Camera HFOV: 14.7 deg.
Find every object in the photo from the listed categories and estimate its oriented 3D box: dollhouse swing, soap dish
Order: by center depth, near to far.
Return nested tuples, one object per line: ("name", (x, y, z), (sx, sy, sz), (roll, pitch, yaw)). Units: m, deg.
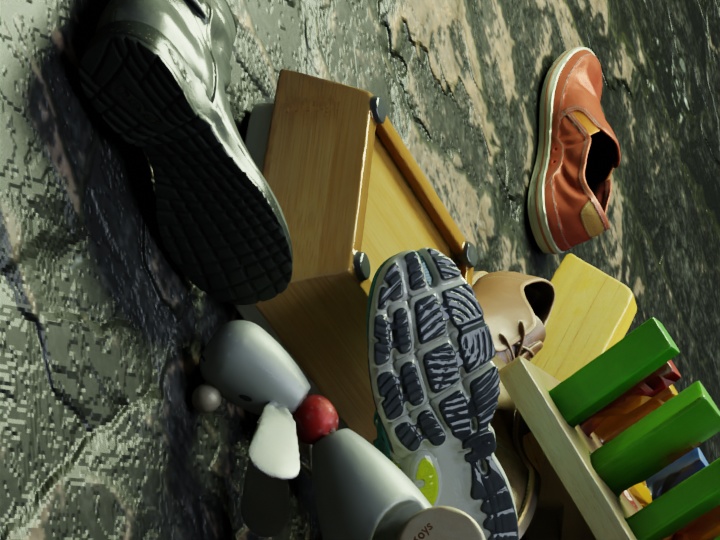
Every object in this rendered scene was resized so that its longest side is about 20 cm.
("soap dish", (0.000, 0.000, 1.642), (0.200, 0.081, 0.158), (54, 34, -46))
("dollhouse swing", (0.210, 0.122, 1.944), (0.182, 0.175, 0.201), (-58, 142, -35))

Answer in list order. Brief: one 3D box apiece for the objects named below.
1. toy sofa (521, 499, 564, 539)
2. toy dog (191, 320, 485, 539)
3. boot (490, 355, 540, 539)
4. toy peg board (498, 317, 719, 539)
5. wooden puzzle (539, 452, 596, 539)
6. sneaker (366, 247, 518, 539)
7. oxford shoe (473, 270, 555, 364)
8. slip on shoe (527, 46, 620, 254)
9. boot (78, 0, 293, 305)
("toy sofa", (0.102, 0.233, 1.704), (0.200, 0.082, 0.098), (-110, -160, -59))
("toy dog", (-0.024, 0.128, 1.489), (0.096, 0.200, 0.132), (-42, 150, -17))
("boot", (0.062, 0.108, 1.686), (0.076, 0.073, 0.200), (48, 21, -23))
("toy peg board", (0.198, 0.133, 1.707), (0.201, 0.098, 0.199), (60, 10, 21))
("wooden puzzle", (0.143, 0.208, 1.810), (0.185, 0.037, 0.201), (-109, -162, -58))
("sneaker", (0.031, 0.083, 1.567), (0.077, 0.080, 0.201), (-16, 110, -26))
("oxford shoe", (0.082, 0.051, 1.843), (0.200, 0.071, 0.072), (-58, 136, -56))
("slip on shoe", (0.170, -0.094, 2.132), (0.201, 0.061, 0.074), (-79, 149, -44))
("boot", (-0.080, -0.090, 1.501), (0.131, 0.067, 0.200), (-78, 149, -48))
